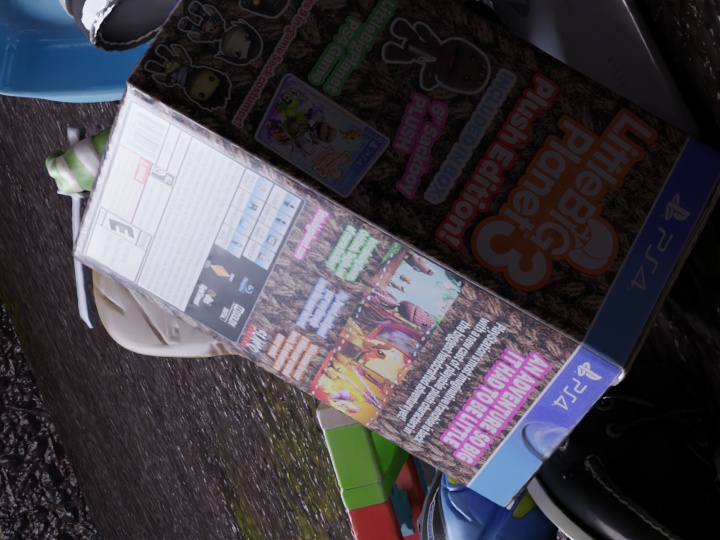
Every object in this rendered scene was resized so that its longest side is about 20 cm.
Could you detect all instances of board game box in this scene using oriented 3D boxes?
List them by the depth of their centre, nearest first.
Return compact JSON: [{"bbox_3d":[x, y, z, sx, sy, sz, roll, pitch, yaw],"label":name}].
[{"bbox_3d":[0.010,-0.022,1.055,0.200,0.097,0.159,30,155,0],"label":"board game box"}]

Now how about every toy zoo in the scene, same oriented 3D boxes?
[{"bbox_3d":[0.030,0.133,1.300,0.131,0.020,0.200,-54,-51,-71],"label":"toy zoo"}]

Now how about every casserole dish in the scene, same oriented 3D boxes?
[{"bbox_3d":[-0.130,-0.130,1.313,0.200,0.121,0.039,92,174,-73],"label":"casserole dish"}]

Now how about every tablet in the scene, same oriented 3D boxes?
[{"bbox_3d":[0.067,-0.118,1.090,0.200,0.014,0.130,65,167,7],"label":"tablet"}]

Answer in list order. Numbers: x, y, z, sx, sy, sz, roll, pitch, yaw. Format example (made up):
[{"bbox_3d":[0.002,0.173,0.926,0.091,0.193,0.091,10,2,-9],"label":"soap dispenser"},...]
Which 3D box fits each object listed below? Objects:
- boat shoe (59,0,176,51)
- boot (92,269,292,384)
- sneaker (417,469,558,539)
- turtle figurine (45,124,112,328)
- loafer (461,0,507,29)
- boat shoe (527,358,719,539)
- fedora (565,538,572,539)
[{"bbox_3d":[-0.052,-0.141,1.163,0.201,0.072,0.061,-39,69,39],"label":"boat shoe"},{"bbox_3d":[0.000,0.000,1.287,0.200,0.155,0.073,4,107,39],"label":"boot"},{"bbox_3d":[0.058,0.099,1.229,0.071,0.083,0.200,29,-161,5],"label":"sneaker"},{"bbox_3d":[-0.118,-0.083,1.594,0.200,0.144,0.194,99,148,-61],"label":"turtle figurine"},{"bbox_3d":[0.033,-0.068,1.158,0.200,0.071,0.073,50,-151,-48],"label":"loafer"},{"bbox_3d":[0.104,0.061,1.150,0.066,0.074,0.199,-70,26,20],"label":"boat shoe"},{"bbox_3d":[0.120,0.199,1.118,0.200,0.090,0.177,49,-168,21],"label":"fedora"}]
